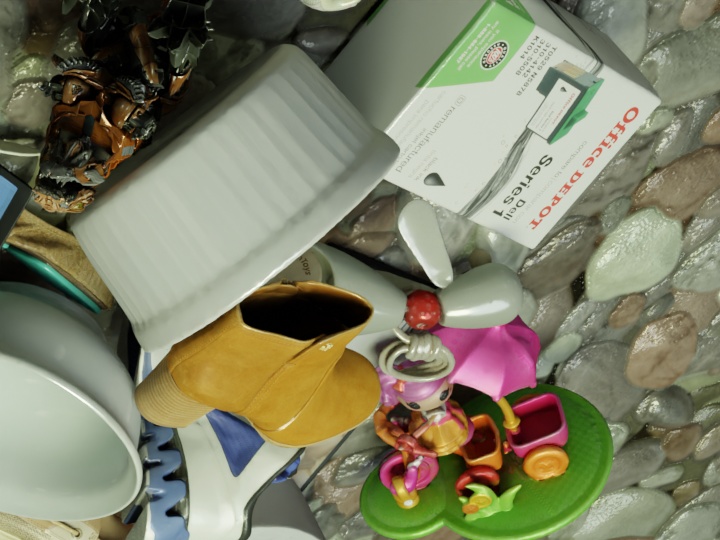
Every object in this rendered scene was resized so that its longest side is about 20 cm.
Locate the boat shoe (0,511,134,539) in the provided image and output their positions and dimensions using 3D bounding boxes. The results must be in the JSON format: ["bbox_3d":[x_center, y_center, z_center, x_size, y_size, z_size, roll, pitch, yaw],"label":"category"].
[{"bbox_3d":[-0.207,0.165,1.747,0.200,0.071,0.065,20,105,-23],"label":"boat shoe"}]

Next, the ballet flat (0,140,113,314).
[{"bbox_3d":[-0.209,-0.038,1.596,0.200,0.068,0.072,33,85,-45],"label":"ballet flat"}]

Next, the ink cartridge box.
[{"bbox_3d":[0.085,-0.115,1.707,0.200,0.084,0.146,23,114,-46],"label":"ink cartridge box"}]

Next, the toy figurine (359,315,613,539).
[{"bbox_3d":[0.071,0.095,1.879,0.200,0.150,0.184,-17,135,6],"label":"toy figurine"}]

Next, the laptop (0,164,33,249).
[{"bbox_3d":[-0.328,-0.024,1.478,0.200,0.103,0.177,11,121,-42],"label":"laptop"}]

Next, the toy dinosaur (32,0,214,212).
[{"bbox_3d":[-0.138,-0.127,1.498,0.102,0.200,0.136,7,144,-1],"label":"toy dinosaur"}]

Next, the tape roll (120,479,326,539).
[{"bbox_3d":[-0.121,0.234,1.903,0.200,0.066,0.200,-18,141,-15],"label":"tape roll"}]

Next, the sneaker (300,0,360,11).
[{"bbox_3d":[0.004,-0.238,1.522,0.081,0.088,0.200,-4,131,-34],"label":"sneaker"}]

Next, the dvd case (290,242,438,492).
[{"bbox_3d":[-0.033,0.075,1.861,0.143,0.018,0.200,21,114,-46],"label":"dvd case"}]

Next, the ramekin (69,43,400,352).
[{"bbox_3d":[-0.082,-0.050,1.556,0.200,0.200,0.098,-38,98,1],"label":"ramekin"}]

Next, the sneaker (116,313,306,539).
[{"bbox_3d":[-0.098,0.098,1.686,0.115,0.200,0.081,6,156,-21],"label":"sneaker"}]

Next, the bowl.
[{"bbox_3d":[-0.222,0.070,1.630,0.201,0.090,0.201,12,146,8],"label":"bowl"}]

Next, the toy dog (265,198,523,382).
[{"bbox_3d":[0.000,0.000,1.712,0.200,0.096,0.132,9,147,-34],"label":"toy dog"}]

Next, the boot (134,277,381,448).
[{"bbox_3d":[-0.030,0.055,1.598,0.201,0.071,0.144,0,155,-41],"label":"boot"}]
